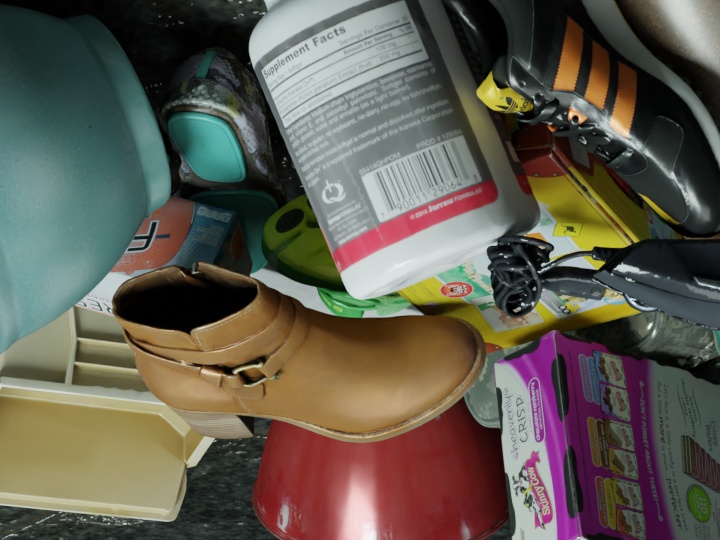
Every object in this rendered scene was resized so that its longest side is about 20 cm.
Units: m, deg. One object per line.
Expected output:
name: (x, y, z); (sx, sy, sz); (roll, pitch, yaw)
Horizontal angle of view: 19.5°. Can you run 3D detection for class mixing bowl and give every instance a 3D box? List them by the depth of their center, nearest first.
mixing bowl: (0.016, 0.115, 1.520); (0.200, 0.200, 0.108); (-3, 115, 1)

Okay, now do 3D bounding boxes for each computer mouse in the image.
computer mouse: (0.161, 0.013, 1.096); (0.200, 0.046, 0.140); (1, 172, -3)

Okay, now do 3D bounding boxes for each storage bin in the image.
storage bin: (-0.189, 0.098, 1.534); (0.198, 0.094, 0.200); (9, 148, -19)

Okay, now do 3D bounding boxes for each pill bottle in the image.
pill bottle: (0.008, -0.095, 1.094); (0.111, 0.200, 0.111); (-22, 175, -2)

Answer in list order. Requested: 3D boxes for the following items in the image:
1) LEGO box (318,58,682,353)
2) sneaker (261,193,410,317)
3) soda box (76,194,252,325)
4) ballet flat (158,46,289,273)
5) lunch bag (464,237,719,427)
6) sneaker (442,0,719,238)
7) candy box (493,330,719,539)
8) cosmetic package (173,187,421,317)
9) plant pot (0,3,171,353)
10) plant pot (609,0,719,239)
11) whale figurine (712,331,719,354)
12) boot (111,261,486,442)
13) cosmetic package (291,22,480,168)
LEGO box: (0.086, -0.036, 1.238); (0.149, 0.077, 0.200); (-16, 147, 24)
sneaker: (0.000, 0.000, 1.335); (0.084, 0.074, 0.200); (-45, 156, 22)
soda box: (-0.171, -0.018, 1.291); (0.200, 0.064, 0.068); (14, 154, 15)
ballet flat: (-0.078, -0.070, 1.274); (0.072, 0.072, 0.200); (-4, 151, 2)
lunch bag: (0.183, 0.029, 1.414); (0.168, 0.139, 0.200); (10, 148, -41)
sneaker: (0.104, -0.088, 1.056); (0.090, 0.200, 0.070); (-31, 174, -24)
candy box: (0.178, 0.128, 1.300); (0.200, 0.136, 0.061); (17, 146, -35)
cosmetic package: (-0.056, 0.006, 1.427); (0.200, 0.051, 0.083); (17, 142, -30)
plant pot: (-0.190, -0.066, 1.175); (0.134, 0.200, 0.200); (-24, 156, -19)
plant pot: (0.209, -0.128, 1.113); (0.187, 0.187, 0.200); (-20, 130, 27)
whale figurine: (0.296, -0.021, 1.284); (0.200, 0.104, 0.159); (-37, 118, -5)
boot: (-0.036, 0.036, 1.213); (0.200, 0.077, 0.155); (-4, 151, 13)
cosmetic package: (0.078, -0.096, 1.262); (0.151, 0.052, 0.200); (25, 141, -36)
